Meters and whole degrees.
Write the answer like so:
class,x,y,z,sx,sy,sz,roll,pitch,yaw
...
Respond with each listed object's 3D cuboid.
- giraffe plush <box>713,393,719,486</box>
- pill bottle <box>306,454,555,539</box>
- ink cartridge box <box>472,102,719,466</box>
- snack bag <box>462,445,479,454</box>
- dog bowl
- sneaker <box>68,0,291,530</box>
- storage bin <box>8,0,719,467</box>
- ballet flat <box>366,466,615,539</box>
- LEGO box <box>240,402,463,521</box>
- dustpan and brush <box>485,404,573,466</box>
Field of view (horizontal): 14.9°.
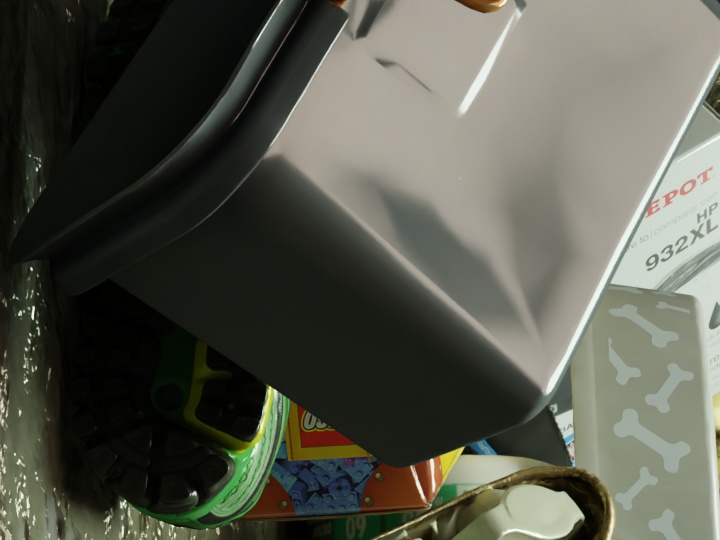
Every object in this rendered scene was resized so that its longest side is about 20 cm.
class,x,y,z,sx,sy,sz,roll,pitch,yaw
giraffe plush,0.154,0.078,1.617,0.173,0.162,0.200,-77,159,-57
pill bottle,0.036,0.181,1.117,0.113,0.113,0.201,47,40,-73
ink cartridge box,0.112,0.005,1.407,0.084,0.145,0.200,48,-21,37
snack bag,0.073,0.173,1.356,0.189,0.021,0.201,-136,-147,-74
dog bowl,0.122,0.100,1.180,0.200,0.058,0.201,-3,90,-84
sneaker,-0.051,-0.014,0.885,0.085,0.078,0.201,75,23,-70
storage bin,0.020,-0.050,0.795,0.134,0.145,0.200,39,59,-16
ballet flat,0.022,0.113,0.998,0.200,0.071,0.065,-24,154,-47
LEGO box,0.000,0.000,1.089,0.200,0.077,0.149,-45,130,-76
dustpan and brush,0.044,0.019,1.275,0.140,0.057,0.200,49,0,45
